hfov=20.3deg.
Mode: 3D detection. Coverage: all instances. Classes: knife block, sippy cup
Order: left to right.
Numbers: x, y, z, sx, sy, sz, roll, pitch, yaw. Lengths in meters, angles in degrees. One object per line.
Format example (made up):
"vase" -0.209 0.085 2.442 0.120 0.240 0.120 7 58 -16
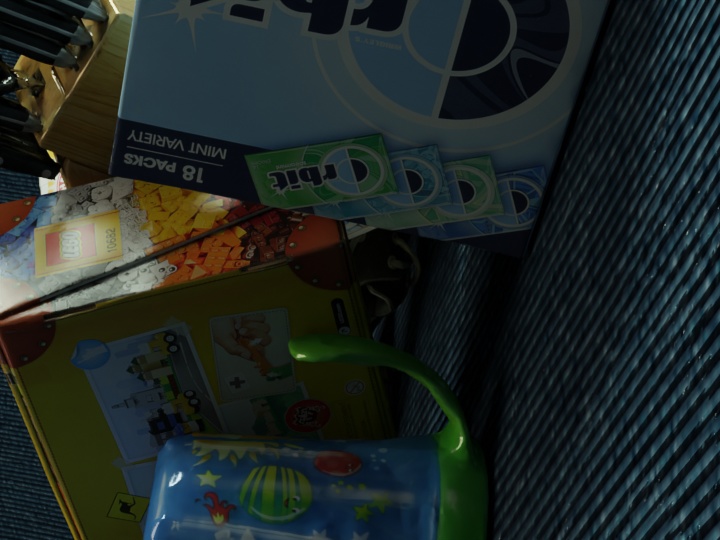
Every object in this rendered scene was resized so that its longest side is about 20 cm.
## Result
"knife block" -0.095 -0.095 0.858 0.064 0.199 0.176 -121 14 -50
"sippy cup" -0.026 0.124 0.816 0.140 0.130 0.178 114 166 -65

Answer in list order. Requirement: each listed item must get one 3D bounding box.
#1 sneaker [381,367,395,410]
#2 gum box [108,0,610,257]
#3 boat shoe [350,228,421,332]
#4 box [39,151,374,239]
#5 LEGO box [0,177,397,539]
"sneaker" -0.012 0.077 1.175 0.200 0.075 0.079 -97 -8 -59
"gum box" 0.004 -0.108 0.744 0.045 0.169 0.200 -85 8 -51
"boat shoe" 0.000 0.000 1.113 0.200 0.064 0.071 -61 -29 -8
"box" -0.062 -0.070 1.049 0.101 0.199 0.113 34 -138 -49
"LEGO box" -0.064 0.054 0.878 0.077 0.148 0.200 -103 0 -49
